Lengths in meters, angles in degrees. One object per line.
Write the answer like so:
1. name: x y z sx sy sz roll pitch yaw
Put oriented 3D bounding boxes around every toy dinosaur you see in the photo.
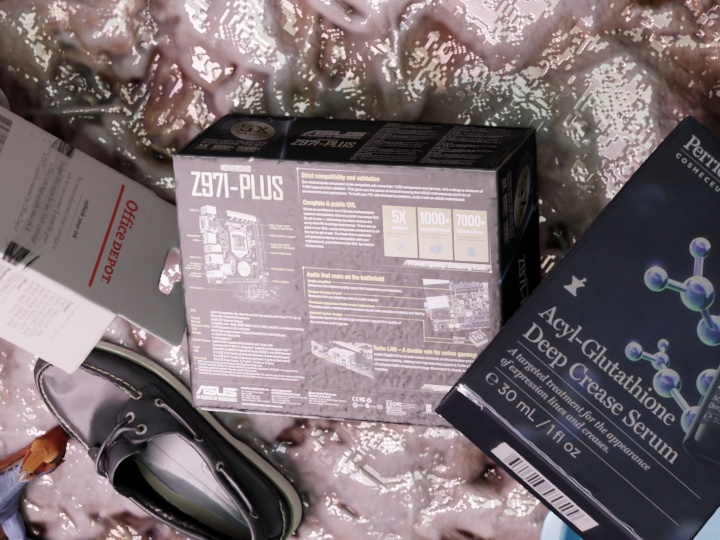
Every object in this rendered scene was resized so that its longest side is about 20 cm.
1. toy dinosaur: -0.268 0.158 1.653 0.200 0.105 0.182 34 98 19

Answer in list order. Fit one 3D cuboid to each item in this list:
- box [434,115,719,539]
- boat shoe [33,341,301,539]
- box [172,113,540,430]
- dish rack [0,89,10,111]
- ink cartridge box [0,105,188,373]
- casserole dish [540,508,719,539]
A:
1. box: 0.163 0.044 1.375 0.148 0.107 0.200 40 78 3
2. boat shoe: -0.132 0.118 1.592 0.199 0.066 0.075 40 119 2
3. box: 0.000 0.000 1.485 0.200 0.086 0.164 3 111 19
4. dish rack: -0.321 -0.068 1.587 0.171 0.044 0.200 20 117 -9
5. ink cartridge box: -0.198 -0.019 1.514 0.200 0.116 0.068 29 131 -15
6. casserole dish: 0.207 0.176 1.503 0.200 0.039 0.121 15 115 16
